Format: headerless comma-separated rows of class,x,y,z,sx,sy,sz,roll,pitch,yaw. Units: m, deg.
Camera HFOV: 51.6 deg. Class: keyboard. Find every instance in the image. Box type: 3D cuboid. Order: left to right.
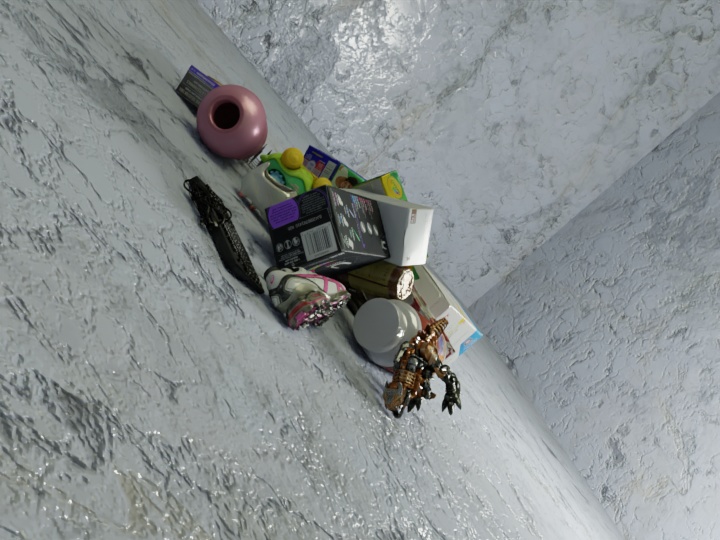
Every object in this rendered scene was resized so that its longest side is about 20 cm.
keyboard,-0.177,-0.063,0.995,0.104,0.039,0.201,42,11,-49

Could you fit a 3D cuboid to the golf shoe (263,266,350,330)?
golf shoe,-0.072,0.028,1.050,0.093,0.072,0.200,50,8,11

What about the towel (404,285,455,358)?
towel,0.086,0.101,1.427,0.023,0.144,0.202,-26,78,-38

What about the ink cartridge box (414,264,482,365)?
ink cartridge box,0.140,0.104,1.601,0.146,0.147,0.200,56,9,35

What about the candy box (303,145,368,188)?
candy box,-0.020,-0.164,1.549,0.198,0.078,0.169,30,5,-32

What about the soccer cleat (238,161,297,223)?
soccer cleat,-0.124,-0.093,1.273,0.201,0.077,0.069,50,8,-7

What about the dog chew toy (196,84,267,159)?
dog chew toy,-0.223,-0.258,1.351,0.125,0.124,0.200,50,0,4

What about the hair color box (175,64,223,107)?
hair color box,-0.277,-0.336,1.491,0.108,0.065,0.200,36,8,5

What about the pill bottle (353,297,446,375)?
pill bottle,0.067,0.117,1.273,0.113,0.112,0.200,55,10,31

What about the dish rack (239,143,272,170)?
dish rack,-0.186,-0.208,1.529,0.200,0.054,0.154,49,8,-14

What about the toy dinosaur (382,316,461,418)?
toy dinosaur,0.101,0.153,1.167,0.101,0.200,0.137,16,-38,51

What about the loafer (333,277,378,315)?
loafer,0.005,0.041,1.408,0.201,0.071,0.073,50,8,-5

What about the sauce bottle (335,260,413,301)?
sauce bottle,0.000,0.000,1.319,0.197,0.067,0.066,20,-10,34

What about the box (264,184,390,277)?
box,-0.048,-0.057,1.195,0.199,0.120,0.108,4,70,-66

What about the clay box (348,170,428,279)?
clay box,0.057,-0.079,1.418,0.114,0.047,0.204,-8,-74,56

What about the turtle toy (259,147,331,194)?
turtle toy,-0.120,-0.138,1.391,0.200,0.101,0.145,46,-14,-17

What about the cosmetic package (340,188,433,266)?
cosmetic package,0.032,-0.080,1.323,0.073,0.104,0.198,-5,19,-44
